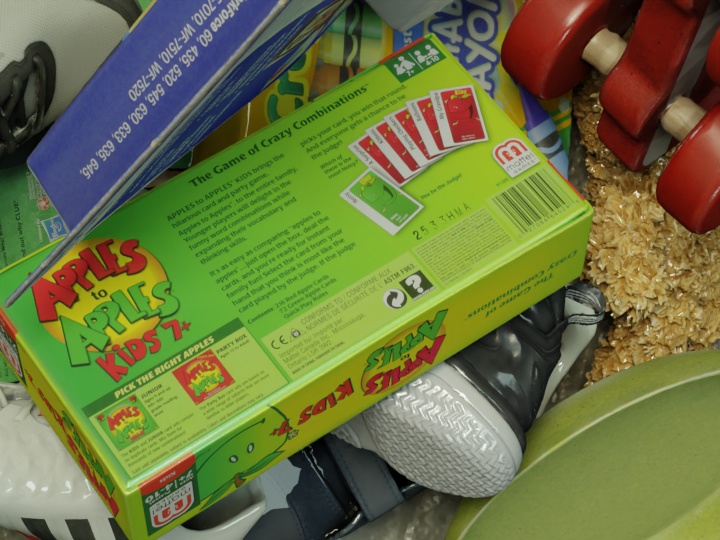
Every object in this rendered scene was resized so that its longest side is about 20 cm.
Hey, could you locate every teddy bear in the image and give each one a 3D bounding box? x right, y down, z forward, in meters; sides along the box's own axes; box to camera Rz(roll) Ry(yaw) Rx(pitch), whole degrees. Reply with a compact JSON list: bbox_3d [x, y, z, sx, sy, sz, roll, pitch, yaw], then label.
[{"bbox_3d":[0.144,-0.016,0.891,0.145,0.067,0.201,6,88,-53],"label":"teddy bear"}]

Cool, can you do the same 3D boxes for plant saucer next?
[{"bbox_3d":[0.117,0.097,0.856,0.199,0.200,0.031,-5,50,-30],"label":"plant saucer"}]

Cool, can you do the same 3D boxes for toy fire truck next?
[{"bbox_3d":[0.156,-0.125,0.758,0.168,0.200,0.112,-38,70,-25],"label":"toy fire truck"}]

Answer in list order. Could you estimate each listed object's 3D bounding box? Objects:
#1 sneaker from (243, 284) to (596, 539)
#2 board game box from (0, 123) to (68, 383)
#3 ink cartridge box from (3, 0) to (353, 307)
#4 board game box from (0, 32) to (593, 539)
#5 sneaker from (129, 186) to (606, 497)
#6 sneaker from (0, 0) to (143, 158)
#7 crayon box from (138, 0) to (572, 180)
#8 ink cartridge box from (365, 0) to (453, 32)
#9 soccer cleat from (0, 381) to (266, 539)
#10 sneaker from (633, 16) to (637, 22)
[{"bbox_3d":[0.016,0.057,0.830,0.200,0.079,0.079,-39,111,-22],"label":"sneaker"},{"bbox_3d":[-0.160,-0.052,0.757,0.104,0.023,0.201,-10,96,-31],"label":"board game box"},{"bbox_3d":[-0.030,-0.098,0.640,0.047,0.198,0.200,47,39,-1],"label":"ink cartridge box"},{"bbox_3d":[-0.025,0.003,0.705,0.200,0.048,0.102,-30,62,-19],"label":"board game box"},{"bbox_3d":[0.000,0.000,0.782,0.200,0.076,0.114,31,66,17],"label":"sneaker"},{"bbox_3d":[-0.149,-0.044,0.659,0.200,0.079,0.074,-32,148,-35],"label":"sneaker"},{"bbox_3d":[0.000,-0.099,0.832,0.199,0.052,0.126,4,89,-30],"label":"crayon box"},{"bbox_3d":[0.035,-0.221,0.793,0.146,0.086,0.200,46,54,-13],"label":"ink cartridge box"},{"bbox_3d":[-0.119,0.070,0.730,0.085,0.069,0.200,-41,130,15],"label":"soccer cleat"},{"bbox_3d":[0.176,-0.210,0.864,0.080,0.200,0.147,37,62,7],"label":"sneaker"}]
